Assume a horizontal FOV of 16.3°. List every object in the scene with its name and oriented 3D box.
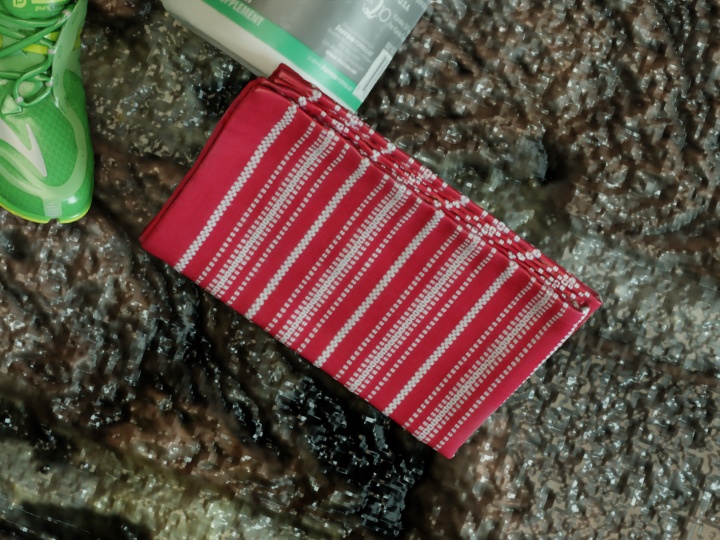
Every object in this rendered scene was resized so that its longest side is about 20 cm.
[{"bbox_3d":[0.001,-0.182,1.238,0.113,0.113,0.200,34,90,1],"label":"pill bottle"},{"bbox_3d":[-0.171,-0.121,1.252,0.074,0.084,0.201,-10,90,-20],"label":"sneaker"},{"bbox_3d":[0.000,0.000,1.230,0.200,0.023,0.145,35,132,-7],"label":"towel"}]
